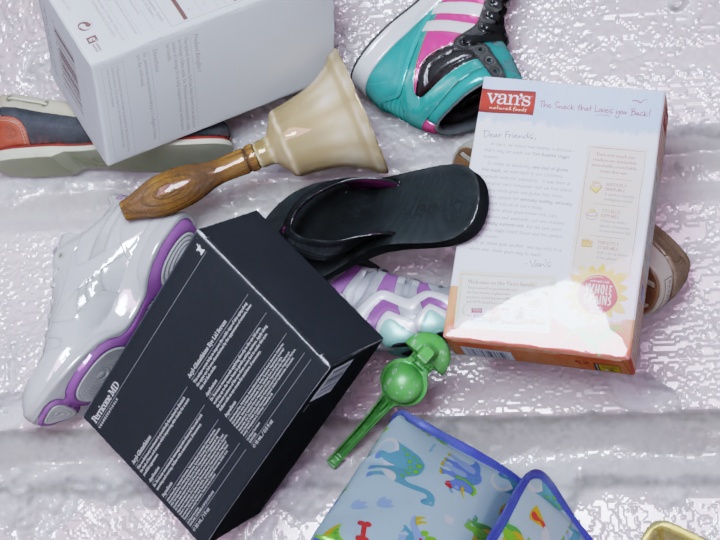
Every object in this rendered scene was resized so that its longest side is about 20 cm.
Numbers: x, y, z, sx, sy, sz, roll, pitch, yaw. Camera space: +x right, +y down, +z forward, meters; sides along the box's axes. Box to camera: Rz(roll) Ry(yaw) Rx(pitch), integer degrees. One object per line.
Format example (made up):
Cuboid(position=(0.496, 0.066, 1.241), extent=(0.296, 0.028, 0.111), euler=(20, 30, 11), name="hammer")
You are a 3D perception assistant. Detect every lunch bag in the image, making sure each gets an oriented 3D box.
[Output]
Cuboid(position=(0.067, 0.216, 1.322), extent=(0.200, 0.127, 0.170), euler=(30, 39, 7), name="lunch bag")

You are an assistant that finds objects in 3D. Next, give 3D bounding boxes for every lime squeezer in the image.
Cuboid(position=(0.032, 0.086, 1.382), extent=(0.038, 0.200, 0.071), euler=(29, 56, -6), name="lime squeezer")

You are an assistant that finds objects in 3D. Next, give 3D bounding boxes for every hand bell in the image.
Cuboid(position=(-0.090, -0.084, 1.449), extent=(0.200, 0.104, 0.104), euler=(-23, 74, 0), name="hand bell")

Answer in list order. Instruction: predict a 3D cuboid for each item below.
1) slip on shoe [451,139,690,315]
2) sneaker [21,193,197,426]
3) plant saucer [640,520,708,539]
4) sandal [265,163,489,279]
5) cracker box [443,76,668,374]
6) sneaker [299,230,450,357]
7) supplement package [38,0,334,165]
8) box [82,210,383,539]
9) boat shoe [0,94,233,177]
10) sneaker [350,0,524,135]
Cuboid(position=(0.159, -0.040, 1.438), extent=(0.200, 0.076, 0.061), euler=(32, 41, 24), name="slip on shoe")
Cuboid(position=(-0.209, 0.030, 1.479), extent=(0.100, 0.075, 0.200), euler=(26, 76, 26), name="sneaker")
Cuboid(position=(0.257, 0.306, 1.340), extent=(0.200, 0.048, 0.200), euler=(24, 82, 14), name="plant saucer")
Cuboid(position=(-0.004, -0.041, 1.377), extent=(0.200, 0.048, 0.075), euler=(-14, 66, 30), name="sandal")
Cuboid(position=(0.142, -0.033, 1.366), extent=(0.134, 0.058, 0.200), euler=(7, 77, 14), name="cracker box")
Cuboid(position=(0.000, 0.000, 1.441), extent=(0.200, 0.078, 0.140), euler=(-14, 75, 5), name="sneaker")
Cuboid(position=(-0.131, -0.188, 1.448), extent=(0.200, 0.117, 0.117), euler=(-23, 55, -17), name="supplement package")
Cuboid(position=(-0.096, 0.079, 1.386), extent=(0.141, 0.079, 0.200), euler=(44, 123, 14), name="box")
Cuboid(position=(-0.198, -0.113, 1.508), extent=(0.200, 0.071, 0.063), euler=(-2, 73, 12), name="boat shoe")
Cuboid(position=(0.100, -0.180, 1.465), extent=(0.200, 0.084, 0.121), euler=(-46, 69, 4), name="sneaker")
